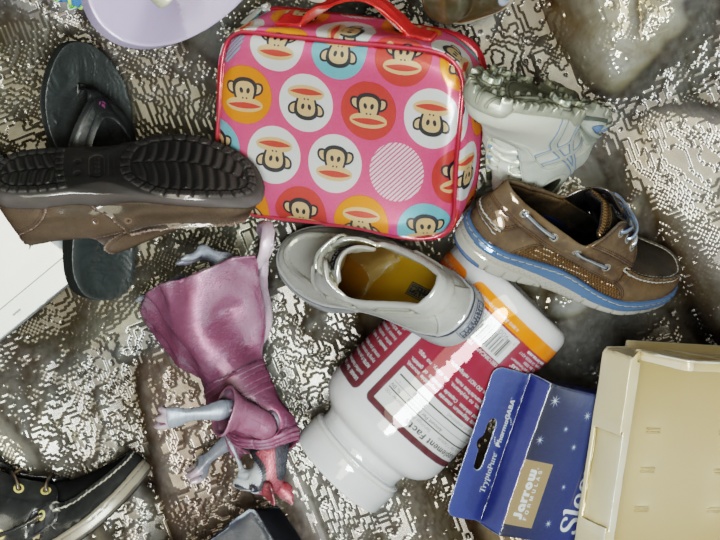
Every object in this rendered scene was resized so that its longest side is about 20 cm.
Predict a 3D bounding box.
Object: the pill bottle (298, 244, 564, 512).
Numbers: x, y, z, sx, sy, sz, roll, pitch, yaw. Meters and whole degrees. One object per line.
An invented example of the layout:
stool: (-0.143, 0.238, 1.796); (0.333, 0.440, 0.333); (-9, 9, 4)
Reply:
pill bottle: (0.050, 0.084, 1.384); (0.113, 0.113, 0.200); (44, 95, -3)

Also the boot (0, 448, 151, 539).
boot: (-0.280, 0.159, 1.421); (0.200, 0.073, 0.151); (-33, 94, 9)

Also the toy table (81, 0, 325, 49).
toy table: (-0.108, -0.251, 1.307); (0.184, 0.117, 0.200); (31, 77, -21)

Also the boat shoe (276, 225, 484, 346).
boat shoe: (0.000, 0.000, 1.346); (0.070, 0.200, 0.071); (40, 78, -45)

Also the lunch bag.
lunch bag: (-0.009, -0.121, 1.347); (0.200, 0.082, 0.177); (10, 115, 15)

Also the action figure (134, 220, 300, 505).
action figure: (-0.091, 0.085, 1.385); (0.149, 0.134, 0.200); (-28, 82, -8)

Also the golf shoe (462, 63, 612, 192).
golf shoe: (0.122, -0.092, 1.328); (0.078, 0.200, 0.097); (31, 102, 26)

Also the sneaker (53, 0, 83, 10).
sneaker: (-0.210, -0.221, 1.380); (0.200, 0.076, 0.105); (-13, 95, 2)

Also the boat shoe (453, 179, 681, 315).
boat shoe: (0.170, -0.020, 1.351); (0.200, 0.072, 0.072); (10, 131, -33)

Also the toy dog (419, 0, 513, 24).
toy dog: (0.052, -0.277, 1.341); (0.194, 0.140, 0.200); (-31, 94, 17)

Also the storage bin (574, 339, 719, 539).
storage bin: (0.269, 0.159, 1.356); (0.198, 0.094, 0.201); (4, 97, -29)

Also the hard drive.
hard drive: (-0.325, -0.039, 1.424); (0.132, 0.027, 0.200); (-39, 93, 4)

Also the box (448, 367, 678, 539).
box: (0.166, 0.149, 1.376); (0.200, 0.032, 0.121); (14, 97, -33)

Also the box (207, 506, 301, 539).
box: (-0.097, 0.316, 1.387); (0.197, 0.117, 0.200); (-35, 80, 4)

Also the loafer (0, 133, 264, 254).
loafer: (-0.170, -0.053, 1.345); (0.199, 0.073, 0.071); (1, 133, 1)

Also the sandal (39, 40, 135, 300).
sandal: (-0.196, -0.077, 1.393); (0.075, 0.048, 0.201); (-15, 103, -40)
